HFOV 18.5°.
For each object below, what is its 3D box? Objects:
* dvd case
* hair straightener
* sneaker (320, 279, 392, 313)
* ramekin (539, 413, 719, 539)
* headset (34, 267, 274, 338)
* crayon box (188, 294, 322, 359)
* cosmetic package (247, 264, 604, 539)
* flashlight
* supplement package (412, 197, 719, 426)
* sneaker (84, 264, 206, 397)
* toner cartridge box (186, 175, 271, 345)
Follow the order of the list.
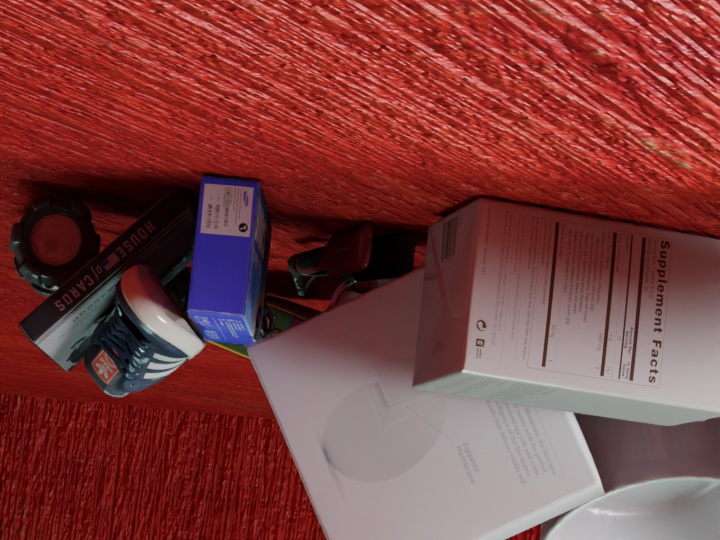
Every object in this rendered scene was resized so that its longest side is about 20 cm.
[{"bbox_3d":[-0.182,0.010,1.656,0.025,0.150,0.200,48,174,6],"label":"dvd case"},{"bbox_3d":[0.000,0.000,1.710,0.076,0.041,0.200,10,166,-21],"label":"hair straightener"},{"bbox_3d":[0.021,0.038,1.889,0.088,0.081,0.200,49,-168,3],"label":"sneaker"},{"bbox_3d":[0.235,0.181,1.773,0.198,0.098,0.201,-4,141,-3],"label":"ramekin"},{"bbox_3d":[-0.176,0.033,1.883,0.198,0.095,0.123,-14,-178,7],"label":"headset"},{"bbox_3d":[-0.052,0.065,2.033,0.199,0.059,0.172,20,180,38],"label":"crayon box"},{"bbox_3d":[0.052,0.111,1.637,0.199,0.201,0.123,-24,169,6],"label":"cosmetic package"},{"bbox_3d":[-0.238,-0.012,1.727,0.067,0.068,0.200,4,172,-7],"label":"flashlight"},{"bbox_3d":[0.150,0.032,1.515,0.198,0.121,0.121,9,169,-15],"label":"supplement package"},{"bbox_3d":[-0.165,0.053,1.611,0.084,0.075,0.200,-35,170,-3],"label":"sneaker"},{"bbox_3d":[-0.093,-0.003,1.590,0.043,0.096,0.200,7,173,1],"label":"toner cartridge box"}]
